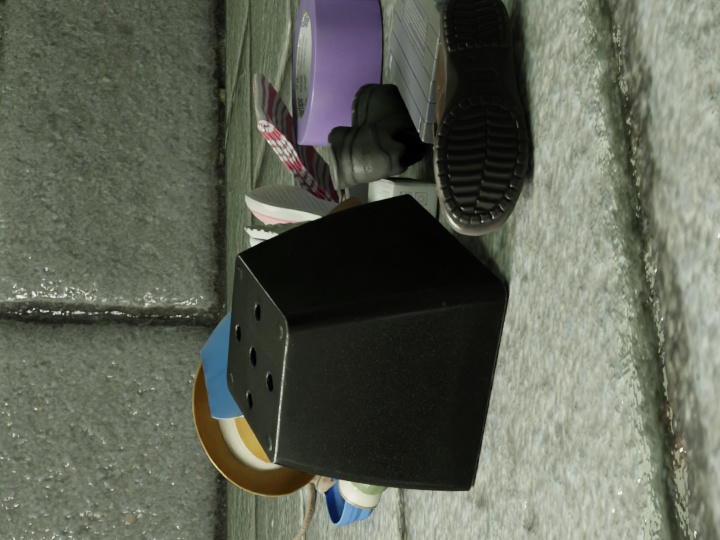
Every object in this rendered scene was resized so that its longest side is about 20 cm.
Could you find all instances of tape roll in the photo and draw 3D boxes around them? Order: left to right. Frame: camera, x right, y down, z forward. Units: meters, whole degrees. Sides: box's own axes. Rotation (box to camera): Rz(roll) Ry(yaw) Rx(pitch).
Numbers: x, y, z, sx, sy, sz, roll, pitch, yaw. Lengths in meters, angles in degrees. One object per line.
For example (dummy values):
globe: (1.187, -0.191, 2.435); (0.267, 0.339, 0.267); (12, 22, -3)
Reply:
tape roll: (-0.033, -0.257, 1.603); (0.200, 0.084, 0.202); (-178, 90, -80)

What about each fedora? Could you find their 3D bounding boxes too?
fedora: (-0.091, 0.148, 1.416); (0.082, 0.200, 0.202); (-26, 60, 51)

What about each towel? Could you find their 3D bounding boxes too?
towel: (-0.081, -0.163, 1.691); (0.200, 0.030, 0.147); (53, -167, -32)

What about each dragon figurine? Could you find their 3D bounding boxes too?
dragon figurine: (-0.062, 0.238, 1.518); (0.099, 0.058, 0.201); (116, 158, -69)

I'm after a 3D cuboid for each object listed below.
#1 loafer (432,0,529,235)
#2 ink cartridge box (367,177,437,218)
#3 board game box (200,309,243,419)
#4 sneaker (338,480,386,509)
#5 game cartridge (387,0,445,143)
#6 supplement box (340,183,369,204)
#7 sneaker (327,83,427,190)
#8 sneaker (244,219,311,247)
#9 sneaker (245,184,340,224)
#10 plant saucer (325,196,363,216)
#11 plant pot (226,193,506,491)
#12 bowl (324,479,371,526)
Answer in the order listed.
loafer: (0.094, -0.119, 0.999); (0.071, 0.072, 0.202); (92, -179, -72)
ink cartridge box: (0.038, 0.008, 1.282); (0.109, 0.050, 0.202); (-148, 60, -76)
board game box: (-0.092, 0.088, 1.349); (0.039, 0.158, 0.200); (50, -170, -32)
sneaker: (0.015, 0.153, 1.360); (0.201, 0.067, 0.090); (-94, 27, -50)
game cartridge: (0.064, -0.223, 1.233); (0.200, 0.038, 0.130); (-106, 25, -58)
supplement box: (0.000, 0.000, 1.441); (0.200, 0.060, 0.109); (109, 157, -54)
sneaker: (0.029, -0.138, 1.302); (0.200, 0.090, 0.076); (-67, -29, -56)
sneaker: (-0.076, -0.011, 1.349); (0.200, 0.076, 0.081); (-148, 48, -75)
sneaker: (-0.071, -0.042, 1.610); (0.199, 0.075, 0.105); (19, 122, 38)
plant saucer: (-0.020, 0.023, 1.328); (0.200, 0.034, 0.202); (177, 90, -76)
plant pot: (-0.010, 0.067, 1.085); (0.200, 0.176, 0.201); (-133, 43, -54)
bowl: (-0.012, 0.206, 1.527); (0.201, 0.039, 0.202); (-178, 90, -79)
